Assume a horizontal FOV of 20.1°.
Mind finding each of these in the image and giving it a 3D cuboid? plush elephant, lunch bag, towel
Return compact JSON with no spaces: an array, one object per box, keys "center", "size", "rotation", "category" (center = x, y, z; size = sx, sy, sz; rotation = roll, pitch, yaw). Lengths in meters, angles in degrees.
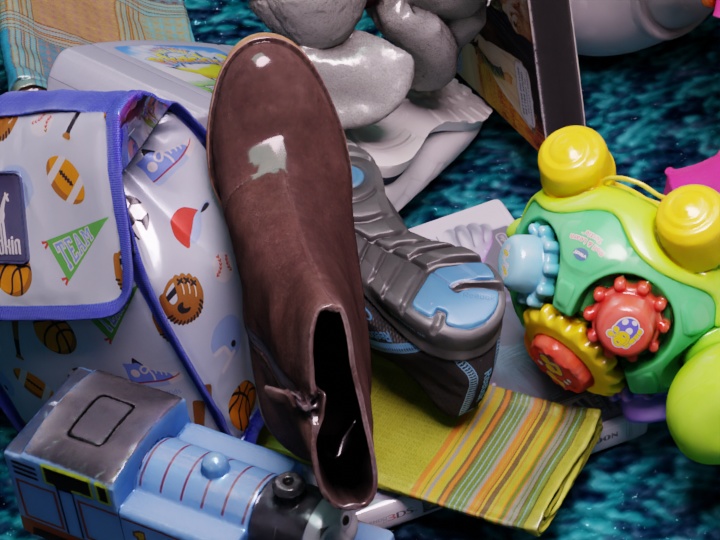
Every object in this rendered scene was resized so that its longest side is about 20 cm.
[{"center":[-0.005,-0.170,1.138],"size":[0.153,0.166,0.200],"rotation":[-12,15,-14],"category":"plush elephant"},{"center":[-0.141,-0.005,1.058],"size":[0.169,0.201,0.124],"rotation":[0,41,34],"category":"lunch bag"},{"center":[-0.170,-0.153,1.339],"size":[0.146,0.022,0.201],"rotation":[15,34,-25],"category":"towel"},{"center":[0.022,0.080,1.069],"size":[0.198,0.018,0.086],"rotation":[14,45,24],"category":"towel"}]

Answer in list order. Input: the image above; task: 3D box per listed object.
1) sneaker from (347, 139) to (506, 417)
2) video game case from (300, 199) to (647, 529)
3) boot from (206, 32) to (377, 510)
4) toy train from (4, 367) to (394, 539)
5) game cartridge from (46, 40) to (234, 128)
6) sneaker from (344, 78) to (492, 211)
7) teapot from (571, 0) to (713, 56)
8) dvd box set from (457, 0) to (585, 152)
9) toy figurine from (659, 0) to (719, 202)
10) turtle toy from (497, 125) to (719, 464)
[{"center":[0.000,0.000,1.082],"size":[0.073,0.082,0.200],"rotation":[-25,48,-23],"category":"sneaker"},{"center":[0.036,0.049,1.132],"size":[0.180,0.023,0.201],"rotation":[-19,43,-11],"category":"video game case"},{"center":[-0.022,-0.004,0.947],"size":[0.072,0.202,0.166],"rotation":[-9,13,-9],"category":"boot"},{"center":[-0.078,0.126,0.995],"size":[0.198,0.115,0.087],"rotation":[17,47,26],"category":"toy train"},{"center":[-0.089,-0.105,1.244],"size":[0.133,0.041,0.199],"rotation":[22,18,33],"category":"game cartridge"},{"center":[0.016,-0.071,1.228],"size":[0.076,0.081,0.200],"rotation":[30,28,16],"category":"sneaker"},{"center":[0.178,-0.215,1.279],"size":[0.146,0.198,0.200],"rotation":[31,64,35],"category":"teapot"},{"center":[0.075,-0.173,1.241],"size":[0.029,0.147,0.200],"rotation":[-20,35,-13],"category":"dvd box set"},{"center":[0.226,-0.092,1.161],"size":[0.149,0.186,0.200],"rotation":[10,4,20],"category":"toy figurine"},{"center":[0.147,0.025,1.036],"size":[0.199,0.146,0.101],"rotation":[31,71,34],"category":"turtle toy"}]
